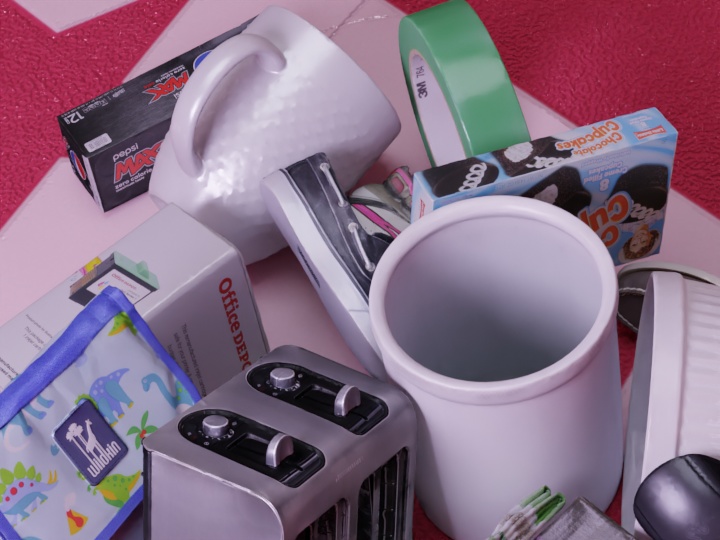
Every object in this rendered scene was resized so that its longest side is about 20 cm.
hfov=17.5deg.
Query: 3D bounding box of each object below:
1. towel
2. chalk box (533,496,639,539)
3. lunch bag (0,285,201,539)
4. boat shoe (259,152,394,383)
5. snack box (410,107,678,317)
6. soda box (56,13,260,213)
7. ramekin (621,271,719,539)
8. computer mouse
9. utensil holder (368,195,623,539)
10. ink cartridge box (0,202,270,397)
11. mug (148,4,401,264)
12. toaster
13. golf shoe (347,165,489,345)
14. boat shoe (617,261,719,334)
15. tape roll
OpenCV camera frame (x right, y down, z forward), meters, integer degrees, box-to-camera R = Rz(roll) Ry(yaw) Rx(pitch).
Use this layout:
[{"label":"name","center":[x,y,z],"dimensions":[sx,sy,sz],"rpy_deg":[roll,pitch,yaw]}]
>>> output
[{"label":"towel","center":[0.045,0.214,1.511],"dimensions":[0.031,0.149,0.200],"rpy_deg":[48,30,7]},{"label":"chalk box","center":[0.122,0.273,1.507],"dimensions":[0.200,0.124,0.124],"rpy_deg":[-40,55,-22]},{"label":"lunch bag","center":[-0.189,0.129,1.543],"dimensions":[0.127,0.201,0.170],"rpy_deg":[24,58,31]},{"label":"boat shoe","center":[0.000,0.000,1.738],"dimensions":[0.067,0.072,0.201],"rpy_deg":[-28,68,-11]},{"label":"snack box","center":[0.130,-0.040,1.689],"dimensions":[0.199,0.117,0.037],"rpy_deg":[-16,45,-19]},{"label":"soda box","center":[-0.146,-0.130,1.940],"dimensions":[0.199,0.071,0.063],"rpy_deg":[-28,49,-14]},{"label":"ramekin","center":[0.239,0.106,1.586],"dimensions":[0.104,0.201,0.201],"rpy_deg":[6,50,4]},{"label":"computer mouse","center":[0.279,0.174,1.494],"dimensions":[0.140,0.200,0.046],"rpy_deg":[-40,25,17]},{"label":"utensil holder","center":[0.099,0.078,1.628],"dimensions":[0.168,0.201,0.171],"rpy_deg":[-5,48,5]},{"label":"ink cartridge box","center":[-0.173,0.069,1.722],"dimensions":[0.200,0.145,0.084],"rpy_deg":[-38,51,-21]},{"label":"mug","center":[-0.085,-0.107,1.822],"dimensions":[0.147,0.200,0.176],"rpy_deg":[37,80,29]},{"label":"toaster","center":[-0.057,0.175,1.531],"dimensions":[0.118,0.202,0.181],"rpy_deg":[16,27,27]},{"label":"golf shoe","center":[0.040,0.005,1.794],"dimensions":[0.092,0.073,0.200],"rpy_deg":[-28,41,-6]},{"label":"boat shoe","center":[0.266,0.055,1.705],"dimensions":[0.199,0.072,0.060],"rpy_deg":[25,54,21]},{"label":"tape roll","center":[0.085,-0.106,1.789],"dimensions":[0.048,0.201,0.201],"rpy_deg":[-19,48,-7]}]
